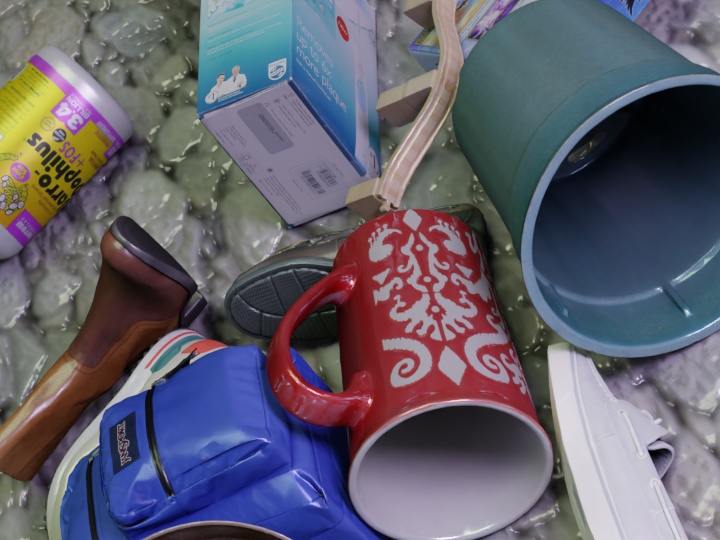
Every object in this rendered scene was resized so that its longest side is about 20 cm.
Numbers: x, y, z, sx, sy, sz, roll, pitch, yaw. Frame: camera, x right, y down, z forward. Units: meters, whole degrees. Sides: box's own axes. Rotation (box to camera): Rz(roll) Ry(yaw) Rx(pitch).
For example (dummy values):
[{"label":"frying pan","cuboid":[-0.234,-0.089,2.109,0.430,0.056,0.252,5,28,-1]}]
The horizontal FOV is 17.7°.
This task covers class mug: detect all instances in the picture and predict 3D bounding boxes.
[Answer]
[{"label":"mug","cuboid":[0.034,0.051,1.525,0.133,0.178,0.200,-31,39,19]}]

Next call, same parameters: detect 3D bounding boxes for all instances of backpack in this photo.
[{"label":"backpack","cuboid":[-0.107,0.153,1.542,0.200,0.168,0.163,-30,35,15]}]

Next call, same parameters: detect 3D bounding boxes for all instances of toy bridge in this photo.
[{"label":"toy bridge","cuboid":[0.041,-0.125,1.680,0.067,0.027,0.201,-19,45,45]}]

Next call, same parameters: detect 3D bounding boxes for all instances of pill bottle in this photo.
[{"label":"pill bottle","cuboid":[-0.287,-0.081,1.895,0.200,0.104,0.104,-47,44,-6]}]

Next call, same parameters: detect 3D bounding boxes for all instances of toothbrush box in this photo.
[{"label":"toothbrush box","cuboid":[-0.053,-0.159,1.767,0.085,0.146,0.200,-20,46,19]}]

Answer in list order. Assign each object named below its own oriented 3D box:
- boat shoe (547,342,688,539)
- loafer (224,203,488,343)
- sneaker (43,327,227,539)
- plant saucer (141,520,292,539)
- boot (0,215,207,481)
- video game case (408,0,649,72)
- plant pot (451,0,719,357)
[{"label":"boat shoe","cuboid":[0.164,0.120,1.455,0.068,0.072,0.200,-12,40,-1]},{"label":"loafer","cuboid":[0.000,0.000,1.671,0.199,0.072,0.063,-14,29,17]},{"label":"sneaker","cuboid":[-0.145,0.131,1.650,0.093,0.070,0.200,12,61,47]},{"label":"plant saucer","cuboid":[-0.082,0.250,1.459,0.200,0.201,0.034,-28,6,12]},{"label":"boot","cuboid":[-0.210,0.060,1.680,0.200,0.188,0.068,-44,81,-7]},{"label":"video game case","cuboid":[0.151,-0.217,1.714,0.200,0.045,0.181,-51,29,-11]},{"label":"plant pot","cuboid":[0.163,-0.078,1.534,0.200,0.200,0.196,-37,35,3]}]
